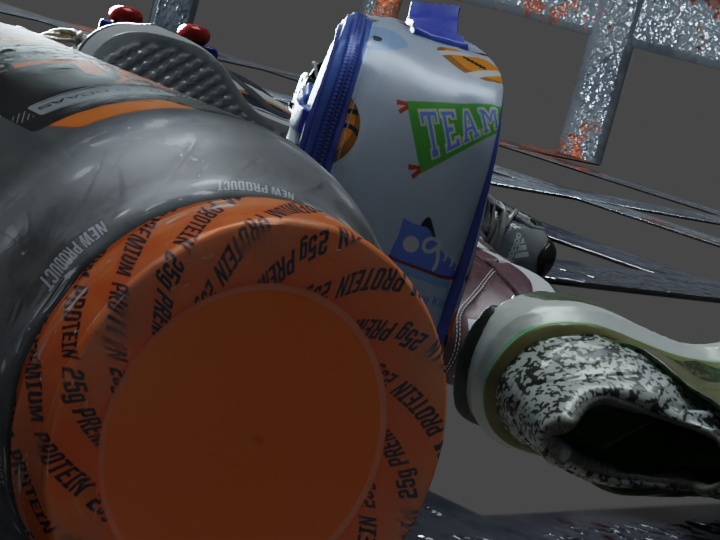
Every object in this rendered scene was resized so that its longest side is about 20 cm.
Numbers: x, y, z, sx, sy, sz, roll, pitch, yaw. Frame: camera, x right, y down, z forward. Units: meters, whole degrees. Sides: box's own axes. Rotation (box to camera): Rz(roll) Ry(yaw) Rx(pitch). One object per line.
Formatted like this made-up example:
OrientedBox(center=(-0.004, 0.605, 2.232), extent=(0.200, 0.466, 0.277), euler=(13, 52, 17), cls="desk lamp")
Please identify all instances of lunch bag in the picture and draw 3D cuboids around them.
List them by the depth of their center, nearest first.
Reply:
OrientedBox(center=(0.000, -0.017, 0.692), extent=(0.075, 0.161, 0.200), euler=(15, 8, -3), cls="lunch bag")

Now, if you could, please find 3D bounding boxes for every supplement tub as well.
OrientedBox(center=(-0.071, 0.011, 0.490), extent=(0.122, 0.123, 0.200), euler=(10, 10, -34), cls="supplement tub")

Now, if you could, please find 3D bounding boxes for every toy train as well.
OrientedBox(center=(-0.251, -0.217, 1.984), extent=(0.199, 0.085, 0.116), euler=(13, -3, -16), cls="toy train")

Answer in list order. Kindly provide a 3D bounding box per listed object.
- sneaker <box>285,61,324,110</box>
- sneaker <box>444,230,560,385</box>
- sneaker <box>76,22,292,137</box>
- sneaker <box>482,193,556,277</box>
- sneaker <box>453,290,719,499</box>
OrientedBox(center=(-0.034, -0.110, 1.515), extent=(0.060, 0.105, 0.200), euler=(9, 9, -34), cls="sneaker")
OrientedBox(center=(0.000, 0.000, 0.907), extent=(0.115, 0.076, 0.200), euler=(8, 11, -29), cls="sneaker")
OrientedBox(center=(-0.091, -0.076, 1.040), extent=(0.079, 0.079, 0.200), euler=(30, 0, 42), cls="sneaker")
OrientedBox(center=(0.074, -0.035, 1.213), extent=(0.115, 0.075, 0.200), euler=(28, -5, -4), cls="sneaker")
OrientedBox(center=(0.137, 0.068, 0.755), extent=(0.199, 0.077, 0.089), euler=(8, 22, -13), cls="sneaker")
